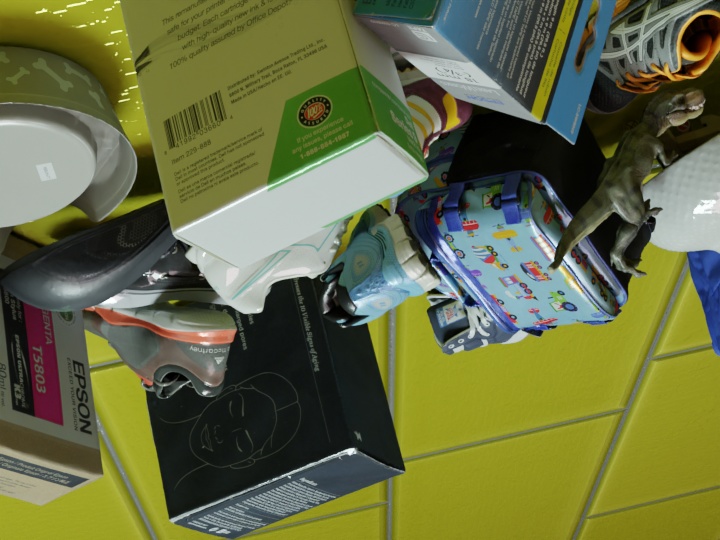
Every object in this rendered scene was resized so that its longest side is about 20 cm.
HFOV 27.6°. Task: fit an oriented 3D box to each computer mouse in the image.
[{"bbox_3d":[-0.180,-0.014,1.140,0.198,0.053,0.138,-24,179,-12],"label":"computer mouse"}]

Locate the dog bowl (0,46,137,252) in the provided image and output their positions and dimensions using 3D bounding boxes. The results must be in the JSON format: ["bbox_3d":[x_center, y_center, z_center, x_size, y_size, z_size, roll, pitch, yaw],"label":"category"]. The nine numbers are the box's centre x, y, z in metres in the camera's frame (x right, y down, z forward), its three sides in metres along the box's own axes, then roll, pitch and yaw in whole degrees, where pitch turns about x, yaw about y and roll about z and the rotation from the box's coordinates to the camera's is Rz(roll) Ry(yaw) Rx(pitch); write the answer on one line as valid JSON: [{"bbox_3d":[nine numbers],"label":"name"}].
[{"bbox_3d":[-0.262,-0.085,1.042,0.198,0.059,0.201,-12,155,-6],"label":"dog bowl"}]

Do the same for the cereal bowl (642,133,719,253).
[{"bbox_3d":[0.333,-0.074,1.268,0.199,0.084,0.200,-30,171,-5],"label":"cereal bowl"}]

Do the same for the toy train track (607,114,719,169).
[{"bbox_3d":[0.225,-0.106,1.291,0.198,0.033,0.115,-17,162,19],"label":"toy train track"}]

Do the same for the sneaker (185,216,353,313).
[{"bbox_3d":[-0.037,-0.043,1.149,0.199,0.081,0.070,-36,-178,-5],"label":"sneaker"}]

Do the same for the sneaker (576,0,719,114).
[{"bbox_3d":[0.227,-0.172,1.104,0.077,0.078,0.200,-3,154,-26],"label":"sneaker"}]

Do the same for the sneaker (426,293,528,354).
[{"bbox_3d":[0.132,0.027,1.455,0.107,0.071,0.200,-8,156,-18],"label":"sneaker"}]

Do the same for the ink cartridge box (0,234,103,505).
[{"bbox_3d":[-0.293,0.070,1.169,0.075,0.202,0.164,-25,153,23],"label":"ink cartridge box"}]

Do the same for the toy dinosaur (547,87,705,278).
[{"bbox_3d":[0.198,-0.050,1.098,0.047,0.201,0.088,18,151,39],"label":"toy dinosaur"}]

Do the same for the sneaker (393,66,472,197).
[{"bbox_3d":[0.020,-0.092,1.038,0.075,0.091,0.199,-31,165,38],"label":"sneaker"}]

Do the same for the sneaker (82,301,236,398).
[{"bbox_3d":[-0.187,0.069,1.275,0.077,0.083,0.199,-2,-173,-42],"label":"sneaker"}]

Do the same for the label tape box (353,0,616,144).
[{"bbox_3d":[0.089,-0.183,0.925,0.063,0.146,0.200,13,171,35],"label":"label tape box"}]

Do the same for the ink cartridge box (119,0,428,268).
[{"bbox_3d":[-0.058,-0.127,0.905,0.145,0.202,0.084,-24,156,20],"label":"ink cartridge box"}]

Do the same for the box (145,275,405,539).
[{"bbox_3d":[-0.087,0.121,1.377,0.195,0.202,0.124,-23,155,19],"label":"box"}]

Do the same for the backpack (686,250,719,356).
[{"bbox_3d":[0.421,0.025,1.453,0.161,0.202,0.168,-9,154,-12],"label":"backpack"}]

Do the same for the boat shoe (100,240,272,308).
[{"bbox_3d":[-0.158,-0.011,1.241,0.198,0.070,0.067,6,128,-27],"label":"boat shoe"}]

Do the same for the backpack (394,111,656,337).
[{"bbox_3d":[0.110,-0.038,1.184,0.198,0.135,0.183,-6,136,39],"label":"backpack"}]

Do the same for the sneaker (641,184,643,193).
[{"bbox_3d":[0.165,-0.041,1.283,0.081,0.075,0.200,-2,160,-31],"label":"sneaker"}]

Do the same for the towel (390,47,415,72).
[{"bbox_3d":[0.004,-0.146,1.045,0.148,0.031,0.200,-24,166,21],"label":"towel"}]

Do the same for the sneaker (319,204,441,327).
[{"bbox_3d":[0.000,0.000,1.166,0.089,0.079,0.200,-32,-178,-4],"label":"sneaker"}]
